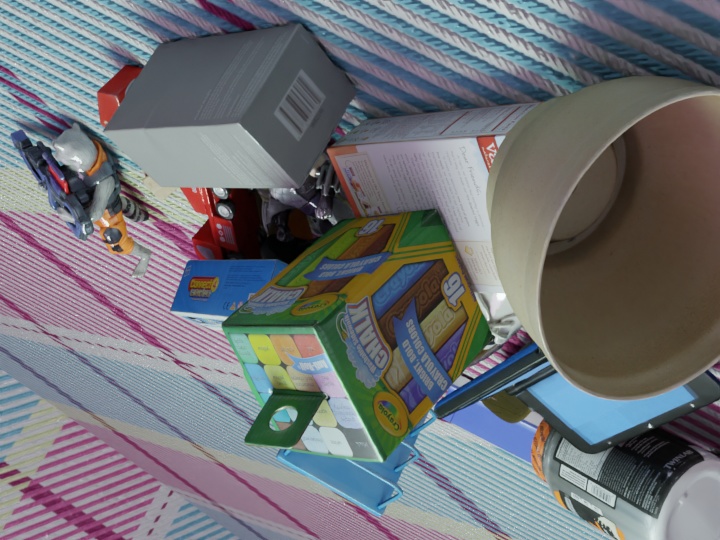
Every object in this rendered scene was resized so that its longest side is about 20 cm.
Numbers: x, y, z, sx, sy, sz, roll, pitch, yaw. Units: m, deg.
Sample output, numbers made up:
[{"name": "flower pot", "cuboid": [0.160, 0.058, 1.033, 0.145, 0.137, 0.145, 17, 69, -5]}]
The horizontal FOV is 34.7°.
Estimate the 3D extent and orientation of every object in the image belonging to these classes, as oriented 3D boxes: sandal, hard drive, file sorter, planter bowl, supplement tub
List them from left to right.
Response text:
[{"name": "sandal", "cuboid": [0.000, 0.000, 1.119, 0.197, 0.043, 0.076, 20, -157, 1]}, {"name": "file sorter", "cuboid": [0.018, 0.144, 1.290, 0.137, 0.202, 0.123, 29, 157, -3]}, {"name": "hard drive", "cuboid": [0.195, 0.199, 1.432, 0.197, 0.026, 0.132, 26, 158, 7]}, {"name": "planter bowl", "cuboid": [0.163, -0.038, 0.749, 0.200, 0.200, 0.135, 44, 180, -37]}, {"name": "supplement tub", "cuboid": [0.276, 0.214, 1.200, 0.122, 0.123, 0.199, 43, 170, -34]}]

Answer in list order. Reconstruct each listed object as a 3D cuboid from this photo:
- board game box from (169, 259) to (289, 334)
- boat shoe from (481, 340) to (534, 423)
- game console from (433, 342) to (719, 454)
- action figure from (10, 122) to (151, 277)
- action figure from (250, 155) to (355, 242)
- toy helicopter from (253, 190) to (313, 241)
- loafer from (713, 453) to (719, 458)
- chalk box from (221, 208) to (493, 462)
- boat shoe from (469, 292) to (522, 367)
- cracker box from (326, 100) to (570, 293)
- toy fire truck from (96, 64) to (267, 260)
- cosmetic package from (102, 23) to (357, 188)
[{"name": "board game box", "cuboid": [-0.054, 0.051, 1.103, 0.194, 0.057, 0.199, 25, 168, -30]}, {"name": "boat shoe", "cuboid": [0.190, 0.103, 1.196, 0.073, 0.063, 0.201, 39, 152, 1]}, {"name": "game console", "cuboid": [0.196, 0.119, 1.056, 0.200, 0.169, 0.120, -40, 74, 49]}, {"name": "action figure", "cuboid": [-0.321, -0.103, 1.349, 0.200, 0.104, 0.195, 49, 162, 28]}, {"name": "action figure", "cuboid": [-0.030, -0.050, 1.025, 0.199, 0.070, 0.130, 41, 162, -14]}, {"name": "toy helicopter", "cuboid": [-0.096, -0.040, 1.196, 0.131, 0.079, 0.202, 17, 144, 43]}, {"name": "loafer", "cuboid": [0.394, 0.224, 1.189, 0.071, 0.064, 0.200, 31, 159, -7]}, {"name": "chalk box", "cuboid": [-0.014, 0.060, 0.888, 0.124, 0.200, 0.125, -3, 121, 47]}, {"name": "boat shoe", "cuboid": [0.119, 0.036, 1.013, 0.070, 0.071, 0.200, 28, 154, -5]}, {"name": "cracker box", "cuboid": [0.077, -0.054, 0.907, 0.198, 0.058, 0.136, 4, 125, 49]}, {"name": "toy fire truck", "cuboid": [-0.171, -0.092, 1.123, 0.139, 0.049, 0.202, 17, 138, 24]}, {"name": "cosmetic package", "cuboid": [-0.113, -0.132, 0.959, 0.198, 0.108, 0.090, 5, 149, 49]}]
